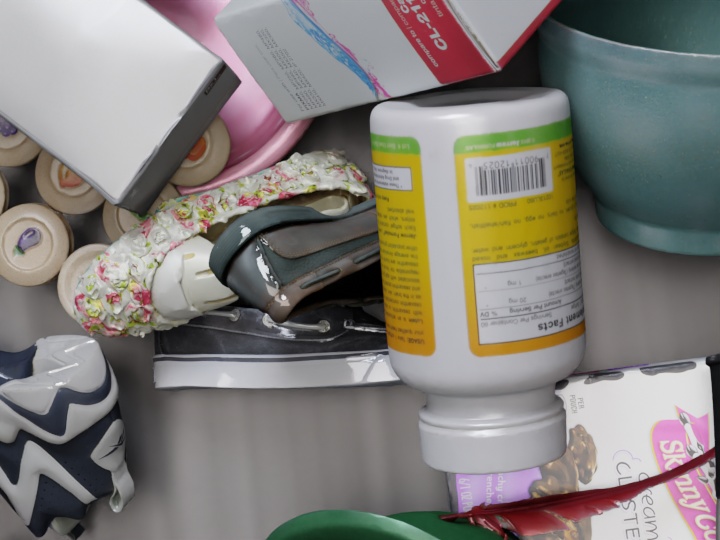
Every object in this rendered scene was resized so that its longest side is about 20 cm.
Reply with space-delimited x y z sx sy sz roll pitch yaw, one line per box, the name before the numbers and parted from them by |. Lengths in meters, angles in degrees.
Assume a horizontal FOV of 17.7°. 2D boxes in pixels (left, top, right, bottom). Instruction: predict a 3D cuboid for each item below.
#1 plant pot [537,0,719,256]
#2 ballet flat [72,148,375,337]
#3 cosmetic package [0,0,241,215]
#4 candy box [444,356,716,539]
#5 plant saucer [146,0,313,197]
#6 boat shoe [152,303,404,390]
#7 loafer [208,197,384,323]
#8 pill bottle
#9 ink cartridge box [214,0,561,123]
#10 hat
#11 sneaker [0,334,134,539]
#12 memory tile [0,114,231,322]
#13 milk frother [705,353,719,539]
plant pot | 0.195 -0.090 1.322 0.199 0.200 0.135 3 113 6
ballet flat | -0.073 -0.015 1.352 0.199 0.064 0.076 -30 126 -23
cosmetic package | -0.178 -0.132 1.336 0.200 0.090 0.107 39 91 4
candy box | 0.153 0.142 1.355 0.198 0.072 0.169 -9 85 5
plant saucer | -0.113 -0.140 1.413 0.199 0.051 0.202 0 86 5
boat shoe | -0.028 0.036 1.385 0.198 0.072 0.068 -2 87 13
loafer | 0.000 0.000 1.328 0.063 0.199 0.072 51 126 27
pill bottle | 0.067 0.005 1.274 0.110 0.111 0.202 -4 100 5
ink cartridge box | 0.032 -0.169 1.295 0.083 0.199 0.146 52 59 -20
hat | 0.065 0.149 1.310 0.199 0.166 0.176 29 48 5
sneaker | -0.215 0.107 1.391 0.198 0.080 0.130 -5 118 29
memory tile | -0.190 -0.073 1.383 0.199 0.017 0.154 34 90 7
milk frother | 0.288 0.134 1.221 0.179 0.200 0.190 1 84 -19
